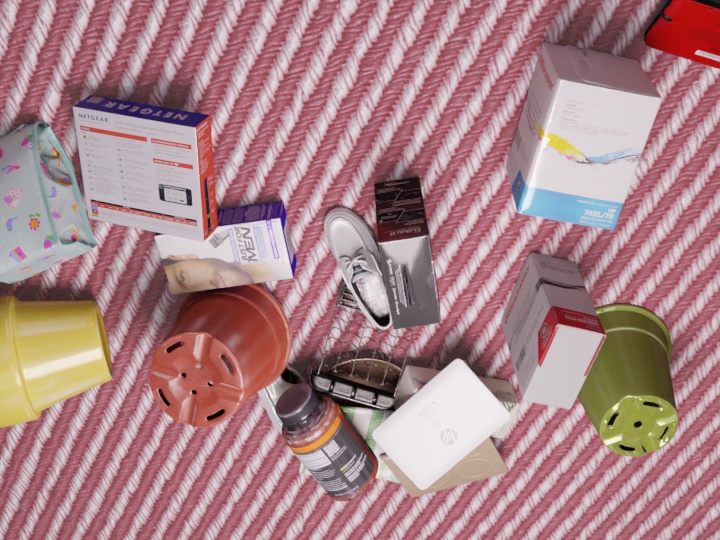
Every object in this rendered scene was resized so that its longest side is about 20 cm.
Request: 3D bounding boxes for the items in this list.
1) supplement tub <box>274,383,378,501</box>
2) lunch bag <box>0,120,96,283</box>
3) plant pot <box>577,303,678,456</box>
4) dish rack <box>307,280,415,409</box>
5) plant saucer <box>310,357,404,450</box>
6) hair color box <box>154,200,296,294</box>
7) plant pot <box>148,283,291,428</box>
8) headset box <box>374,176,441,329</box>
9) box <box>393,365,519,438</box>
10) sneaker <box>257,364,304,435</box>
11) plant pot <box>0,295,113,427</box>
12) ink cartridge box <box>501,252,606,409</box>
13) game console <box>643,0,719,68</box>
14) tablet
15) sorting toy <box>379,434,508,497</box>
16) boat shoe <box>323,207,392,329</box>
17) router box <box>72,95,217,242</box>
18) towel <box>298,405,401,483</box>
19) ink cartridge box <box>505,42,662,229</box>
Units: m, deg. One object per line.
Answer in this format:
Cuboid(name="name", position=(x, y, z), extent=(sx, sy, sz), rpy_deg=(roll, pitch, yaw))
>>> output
Cuboid(name="supplement tub", position=(-0.059, 0.276, 1.548), extent=(0.106, 0.107, 0.201), rpy_deg=(-25, 119, 15))
Cuboid(name="lunch bag", position=(-0.504, -0.100, 1.393), extent=(0.168, 0.122, 0.203), rpy_deg=(-22, 82, 15))
Cuboid(name="plant pot", position=(0.426, 0.192, 1.526), extent=(0.197, 0.191, 0.203), rpy_deg=(0, 123, 0))
Cuboid(name="dish rack", position=(0.011, 0.116, 1.540), extent=(0.151, 0.055, 0.203), rpy_deg=(16, 90, -6))
Cuboid(name="plant saucer", position=(0.002, 0.225, 1.631), extent=(0.197, 0.037, 0.203), rpy_deg=(-2, 121, -4))
Cuboid(name="hair color box", position=(-0.207, -0.035, 1.467), extent=(0.197, 0.065, 0.111), rpy_deg=(-7, 121, 7))
Cuboid(name="plant pot", position=(-0.223, 0.135, 1.461), extent=(0.197, 0.195, 0.204), rpy_deg=(2, 106, 9))
Cuboid(name="headset box", position=(0.069, -0.023, 1.391), extent=(0.076, 0.201, 0.151), rpy_deg=(-8, 122, 5))
Cuboid(name="box", position=(0.160, 0.222, 1.594), extent=(0.197, 0.069, 0.083), rpy_deg=(9, 119, -20))
Cuboid(name="sneaker", position=(-0.126, 0.212, 1.609), extent=(0.070, 0.073, 0.201), rpy_deg=(-19, 119, 18))
Cuboid(name="plant pot", position=(-0.500, 0.129, 1.504), extent=(0.186, 0.201, 0.203), rpy_deg=(-13, 122, -10))
Cuboid(name="ink cartridge box", position=(0.291, 0.089, 1.459), extent=(0.082, 0.201, 0.146), rpy_deg=(11, 121, -11))
Cuboid(name="game console", position=(0.509, -0.374, 1.282), extent=(0.197, 0.120, 0.173), rpy_deg=(15, 152, -8))
Cuboid(name="tablet", position=(0.128, 0.249, 1.519), extent=(0.200, 0.014, 0.130), rpy_deg=(-43, 93, 16))
Cuboid(name="sorting toy", position=(0.145, 0.324, 1.625), extent=(0.183, 0.037, 0.200), rpy_deg=(-18, 144, 13))
Cuboid(name="boat shoe", position=(0.000, 0.000, 1.462), extent=(0.071, 0.069, 0.202), rpy_deg=(-19, 103, 7))
Cuboid(name="router box", position=(-0.309, -0.147, 1.372), extent=(0.197, 0.049, 0.182), rpy_deg=(12, 123, 15))
Cuboid(name="towel", position=(0.000, 0.303, 1.643), extent=(0.197, 0.023, 0.154), rpy_deg=(8, 119, -10))
Cuboid(name="ink cartridge box", position=(0.304, -0.189, 1.320), extent=(0.144, 0.147, 0.202), rpy_deg=(10, 122, -5))
